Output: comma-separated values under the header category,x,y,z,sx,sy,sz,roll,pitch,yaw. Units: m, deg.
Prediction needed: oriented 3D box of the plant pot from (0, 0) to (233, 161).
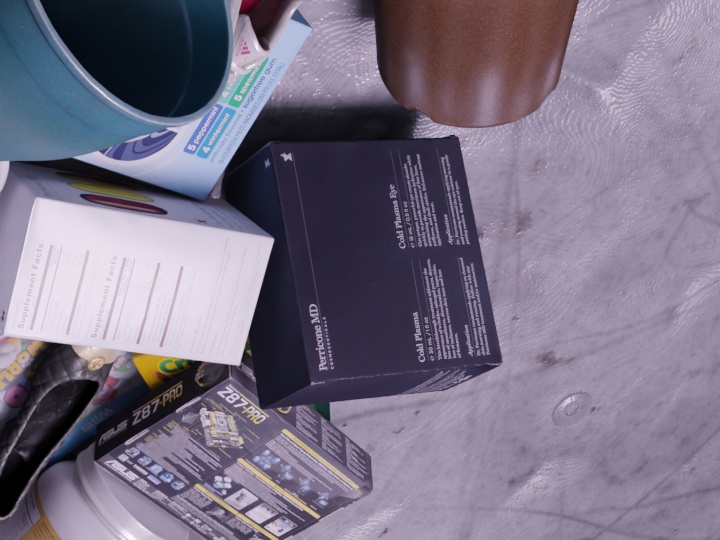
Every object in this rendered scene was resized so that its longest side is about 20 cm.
category,x,y,z,sx,sy,sz,roll,pitch,yaw
plant pot,-0.218,-0.159,1.142,0.187,0.202,0.200,-21,145,32

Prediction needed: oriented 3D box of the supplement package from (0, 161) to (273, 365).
category,x,y,z,sx,sy,sz,roll,pitch,yaw
supplement package,-0.188,-0.006,1.348,0.198,0.114,0.111,9,104,-31

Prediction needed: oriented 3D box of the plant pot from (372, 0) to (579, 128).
category,x,y,z,sx,sy,sz,roll,pitch,yaw
plant pot,0.087,-0.228,1.306,0.198,0.201,0.199,-18,142,-17

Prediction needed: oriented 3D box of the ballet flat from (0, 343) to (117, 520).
category,x,y,z,sx,sy,sz,roll,pitch,yaw
ballet flat,-0.261,0.129,1.467,0.066,0.057,0.201,18,117,-41

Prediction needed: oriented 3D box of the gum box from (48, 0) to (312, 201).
category,x,y,z,sx,sy,sz,roll,pitch,yaw
gum box,-0.161,-0.156,1.312,0.199,0.045,0.171,16,116,-41

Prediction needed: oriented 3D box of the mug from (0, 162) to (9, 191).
category,x,y,z,sx,sy,sz,roll,pitch,yaw
mug,-0.341,-0.048,1.228,0.199,0.148,0.176,-35,141,-11

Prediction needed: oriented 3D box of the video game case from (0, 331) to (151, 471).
category,x,y,z,sx,sy,sz,roll,pitch,yaw
video game case,-0.273,0.081,1.472,0.143,0.018,0.200,-36,137,0

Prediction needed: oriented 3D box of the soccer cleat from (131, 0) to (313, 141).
category,x,y,z,sx,sy,sz,roll,pitch,yaw
soccer cleat,-0.114,-0.160,1.243,0.200,0.087,0.070,-46,135,9

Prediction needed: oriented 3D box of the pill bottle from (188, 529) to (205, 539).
category,x,y,z,sx,sy,sz,roll,pitch,yaw
pill bottle,-0.135,0.314,1.693,0.112,0.113,0.201,-11,132,-23

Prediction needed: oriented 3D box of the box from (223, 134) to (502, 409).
category,x,y,z,sx,sy,sz,roll,pitch,yaw
box,0.000,0.000,1.425,0.180,0.202,0.104,-3,166,-29

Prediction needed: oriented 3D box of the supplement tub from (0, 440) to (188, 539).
category,x,y,z,sx,sy,sz,roll,pitch,yaw
supplement tub,-0.264,0.263,1.545,0.200,0.145,0.144,-43,136,9

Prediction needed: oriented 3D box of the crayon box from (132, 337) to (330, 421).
category,x,y,z,sx,sy,sz,roll,pitch,yaw
crayon box,-0.117,0.088,1.512,0.126,0.051,0.201,-16,132,12

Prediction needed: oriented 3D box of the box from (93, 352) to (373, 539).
category,x,y,z,sx,sy,sz,roll,pitch,yaw
box,-0.110,0.166,1.517,0.160,0.049,0.200,-31,128,24
